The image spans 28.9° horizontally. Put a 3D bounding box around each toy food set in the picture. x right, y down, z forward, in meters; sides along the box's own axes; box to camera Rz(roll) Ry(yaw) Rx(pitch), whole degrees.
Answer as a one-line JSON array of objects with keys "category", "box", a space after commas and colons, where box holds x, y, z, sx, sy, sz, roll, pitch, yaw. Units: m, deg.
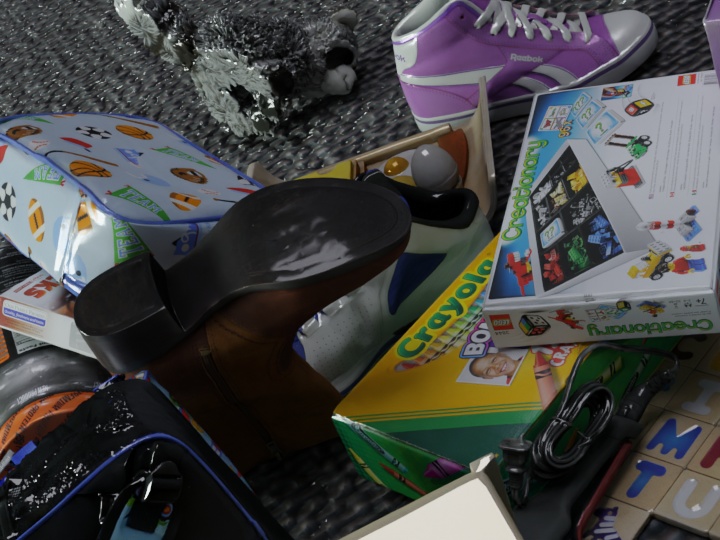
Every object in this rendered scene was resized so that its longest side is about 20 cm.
[{"category": "toy food set", "box": [0.005, -0.068, 1.020, 0.199, 0.061, 0.144, -18, 35, 14]}]

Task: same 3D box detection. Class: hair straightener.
[{"category": "hair straightener", "box": [0.103, 0.106, 0.706, 0.041, 0.077, 0.200, 16, 56, 45]}]

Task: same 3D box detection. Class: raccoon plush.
[{"category": "raccoon plush", "box": [-0.089, -0.209, 1.178, 0.134, 0.200, 0.097, -51, 11, -35]}]

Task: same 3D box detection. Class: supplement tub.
[{"category": "supplement tub", "box": [-0.204, 0.076, 0.903, 0.122, 0.123, 0.200, -28, 35, -6]}]

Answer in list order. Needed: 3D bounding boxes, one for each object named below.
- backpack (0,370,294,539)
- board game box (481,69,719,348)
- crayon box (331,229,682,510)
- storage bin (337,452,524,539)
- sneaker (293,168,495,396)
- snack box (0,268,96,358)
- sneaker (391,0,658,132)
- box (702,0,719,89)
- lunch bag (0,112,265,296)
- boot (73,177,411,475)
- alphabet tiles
[{"category": "backpack", "box": [-0.132, 0.176, 0.692, 0.200, 0.183, 0.135, -41, 28, -4]}, {"category": "board game box", "box": [0.149, -0.040, 0.805, 0.125, 0.035, 0.201, -5, 41, 23]}, {"category": "crayon box", "box": [0.094, 0.051, 0.803, 0.118, 0.058, 0.200, 16, 51, 43]}, {"category": "storage bin", "box": [0.001, 0.196, 0.562, 0.199, 0.199, 0.094, -27, 52, -4]}, {"category": "sneaker", "box": [0.001, 0.000, 0.889, 0.198, 0.116, 0.081, -26, 33, -3]}, {"category": "snack box", "box": [-0.151, 0.002, 0.910, 0.071, 0.024, 0.200, 15, 23, 14]}, {"category": "sneaker", "box": [0.121, -0.181, 1.061, 0.199, 0.115, 0.073, -18, 33, 7]}, {"category": "box", "box": [0.314, -0.099, 0.778, 0.199, 0.177, 0.097, -1, 40, 31]}, {"category": "lunch bag", "box": [-0.138, -0.039, 0.885, 0.160, 0.076, 0.200, -3, 27, -41]}, {"category": "boot", "box": [-0.036, 0.049, 0.782, 0.187, 0.200, 0.069, -27, 51, 2]}, {"category": "alphabet tiles", "box": [0.159, 0.089, 0.771, 0.199, 0.008, 0.167, 15, 50, 43]}]
